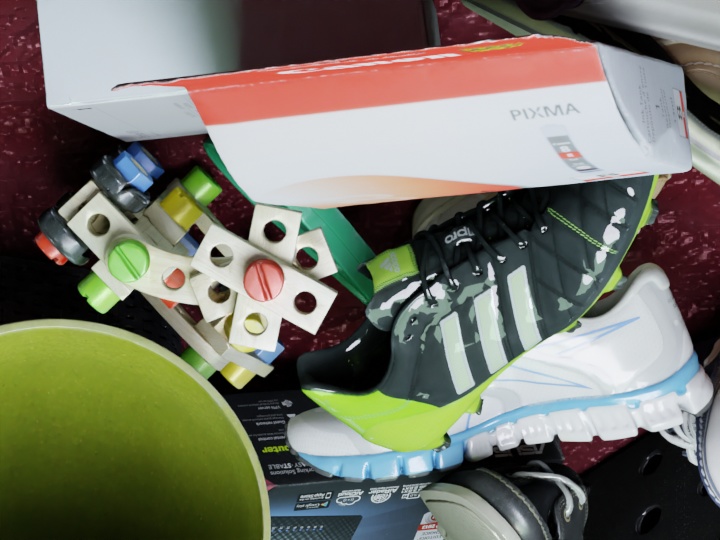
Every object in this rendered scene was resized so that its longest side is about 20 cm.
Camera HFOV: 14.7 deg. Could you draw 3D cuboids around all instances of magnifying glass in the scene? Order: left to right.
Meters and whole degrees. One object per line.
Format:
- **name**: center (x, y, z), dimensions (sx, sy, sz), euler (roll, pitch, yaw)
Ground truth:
- **magnifying glass**: center (0.000, 0.000, 1.326), dimensions (0.022, 0.080, 0.200), euler (-47, 115, -8)

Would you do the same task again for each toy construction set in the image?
- **toy construction set**: center (-0.077, 0.001, 1.273), dimensions (0.092, 0.200, 0.131), euler (-44, 95, -9)

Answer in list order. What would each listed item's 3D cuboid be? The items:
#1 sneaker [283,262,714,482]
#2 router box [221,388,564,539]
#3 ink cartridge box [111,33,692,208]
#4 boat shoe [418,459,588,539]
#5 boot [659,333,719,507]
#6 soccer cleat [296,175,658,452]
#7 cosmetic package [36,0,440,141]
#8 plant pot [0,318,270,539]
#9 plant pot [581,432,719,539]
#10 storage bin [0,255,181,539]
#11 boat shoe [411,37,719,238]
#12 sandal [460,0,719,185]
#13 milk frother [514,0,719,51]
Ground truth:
- **sneaker**: center (0.058, 0.041, 1.299), dimensions (0.200, 0.075, 0.087), euler (-13, 103, 6)
- **router box**: center (-0.011, 0.128, 1.461), dimensions (0.200, 0.062, 0.150), euler (-3, 141, -22)
- **ink cartridge box**: center (0.023, -0.052, 1.028), dimensions (0.162, 0.050, 0.200), euler (-5, -179, 20)
- **boat shoe**: center (0.074, 0.114, 1.335), dimensions (0.068, 0.072, 0.200), euler (-45, 169, -3)
- **boot**: center (0.182, 0.076, 1.357), dimensions (0.090, 0.200, 0.073), euler (-32, 97, 31)
- **soccer cleat**: center (0.051, 0.003, 1.199), dimensions (0.081, 0.068, 0.200), euler (26, 122, -27)
- **cosmetic package**: center (-0.043, -0.090, 1.173), dimensions (0.151, 0.052, 0.200), euler (-8, 178, 3)
- **plant pot**: center (-0.146, 0.144, 1.300), dimensions (0.187, 0.187, 0.200), euler (4, 158, -7)
- **plant pot**: center (0.211, 0.180, 1.478), dimensions (0.177, 0.200, 0.199), euler (37, 126, -24)
- **storage bin**: center (-0.197, 0.069, 1.397), dimensions (0.200, 0.094, 0.135), euler (8, 137, -13)
- **boat shoe**: center (0.105, -0.038, 1.309), dimensions (0.074, 0.069, 0.200), euler (28, 130, -30)
- **sandal**: center (0.121, -0.063, 1.222), dimensions (0.201, 0.080, 0.057), euler (39, 110, 1)
- **milk frother**: center (0.145, -0.127, 1.130), dimensions (0.188, 0.181, 0.200), euler (11, 131, -19)
